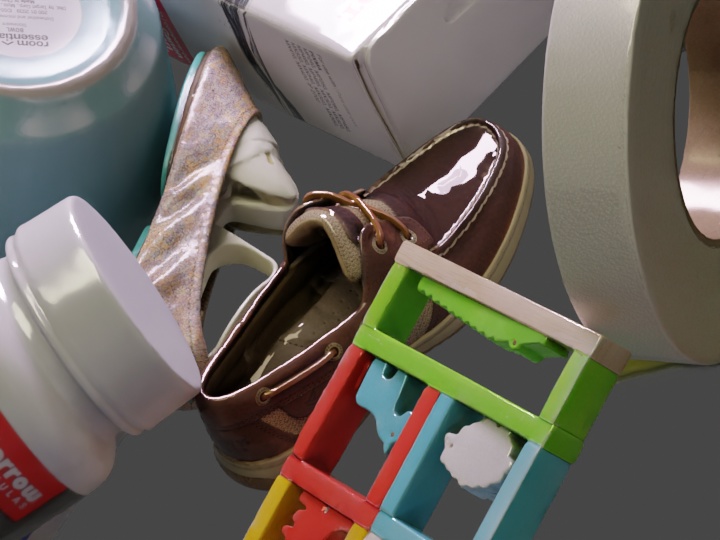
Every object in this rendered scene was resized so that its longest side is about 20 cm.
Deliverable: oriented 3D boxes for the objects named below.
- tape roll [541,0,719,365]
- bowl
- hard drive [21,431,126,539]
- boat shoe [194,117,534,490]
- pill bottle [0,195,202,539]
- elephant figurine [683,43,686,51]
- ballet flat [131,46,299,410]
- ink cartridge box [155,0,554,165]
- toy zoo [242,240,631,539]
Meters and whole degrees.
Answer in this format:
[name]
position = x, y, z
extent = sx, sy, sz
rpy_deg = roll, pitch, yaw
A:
[tape roll]
position = 0.127, -0.064, 1.019
extent = 0.037, 0.203, 0.203
rpy_deg = 4, 53, 29
[bowl]
position = -0.168, -0.094, 1.188
extent = 0.200, 0.105, 0.201
rpy_deg = 8, 54, -11
[hard drive]
position = -0.207, 0.125, 1.133
extent = 0.132, 0.025, 0.200
rpy_deg = 15, 59, 35
[boat shoe]
position = 0.000, 0.000, 1.113
extent = 0.072, 0.072, 0.200
rpy_deg = 27, 66, 40
[pill bottle]
position = -0.172, 0.064, 1.057
extent = 0.200, 0.114, 0.114
rpy_deg = -34, 44, 5
[elephant figurine]
position = 0.168, -0.225, 1.207
extent = 0.200, 0.142, 0.155
rpy_deg = -42, 15, 7
[ballet flat]
position = -0.065, -0.016, 1.174
extent = 0.067, 0.068, 0.201
rpy_deg = 11, 56, 8
[ink cartridge box]
position = -0.007, -0.150, 1.242
extent = 0.145, 0.084, 0.200
rpy_deg = -46, 47, -17
[toy zoo]
position = 0.012, 0.097, 1.006
extent = 0.131, 0.020, 0.201
rpy_deg = 28, 89, 52
